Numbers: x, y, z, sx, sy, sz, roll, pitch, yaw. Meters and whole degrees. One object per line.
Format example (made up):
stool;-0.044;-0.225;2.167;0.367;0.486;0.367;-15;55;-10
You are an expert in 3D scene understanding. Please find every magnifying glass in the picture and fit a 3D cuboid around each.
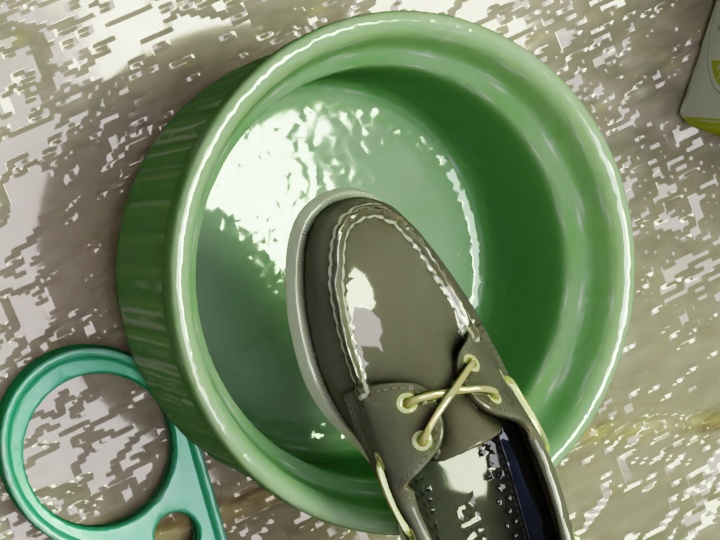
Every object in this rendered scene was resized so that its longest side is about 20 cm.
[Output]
magnifying glass;-0.071;0.114;1.112;0.080;0.022;0.200;-44;107;-12

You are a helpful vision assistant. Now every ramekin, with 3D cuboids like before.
ramekin;0.000;0.000;1.078;0.199;0.098;0.201;-1;92;-26

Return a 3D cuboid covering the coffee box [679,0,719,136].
coffee box;0.283;-0.117;1.124;0.199;0.200;0.199;19;88;-19

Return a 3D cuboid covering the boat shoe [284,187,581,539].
boat shoe;0.033;0.063;1.007;0.072;0.060;0.202;-27;103;-23
